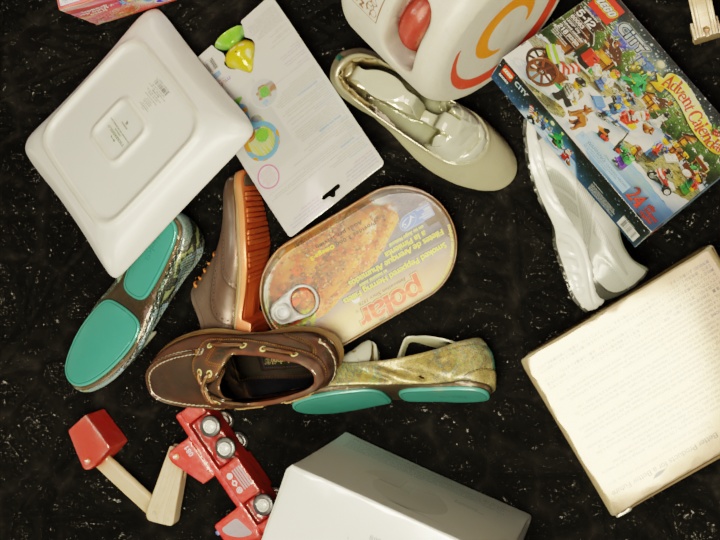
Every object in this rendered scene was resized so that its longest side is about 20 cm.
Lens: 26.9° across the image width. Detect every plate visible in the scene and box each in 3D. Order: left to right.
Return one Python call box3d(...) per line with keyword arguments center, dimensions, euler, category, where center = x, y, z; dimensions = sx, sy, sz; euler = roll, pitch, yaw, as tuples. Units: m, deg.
box3d(center=(-0.223, -0.129, 1.437), dimensions=(0.200, 0.032, 0.200), euler=(-45, 59, 9), category="plate")

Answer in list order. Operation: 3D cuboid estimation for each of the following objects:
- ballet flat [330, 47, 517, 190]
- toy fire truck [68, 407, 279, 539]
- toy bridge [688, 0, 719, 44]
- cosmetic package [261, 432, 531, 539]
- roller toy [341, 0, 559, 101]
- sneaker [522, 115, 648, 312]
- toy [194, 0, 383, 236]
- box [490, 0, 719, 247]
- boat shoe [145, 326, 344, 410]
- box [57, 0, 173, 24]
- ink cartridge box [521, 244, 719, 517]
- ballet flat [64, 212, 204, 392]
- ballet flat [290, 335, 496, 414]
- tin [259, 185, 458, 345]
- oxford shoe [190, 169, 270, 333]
box3d(center=(0.058, -0.139, 1.374), dimensions=(0.199, 0.069, 0.070), euler=(31, 97, 1), category="ballet flat")
box3d(center=(-0.175, 0.198, 1.458), dimensions=(0.141, 0.049, 0.201), euler=(-36, 84, 11), category="toy fire truck")
box3d(center=(0.287, -0.305, 1.334), dimensions=(0.027, 0.067, 0.202), euler=(-12, 89, 13), category="toy bridge")
box3d(center=(0.030, 0.249, 1.334), dimensions=(0.198, 0.200, 0.124), euler=(23, 98, 12), category="cosmetic package")
box3d(center=(0.079, -0.256, 1.317), dimensions=(0.183, 0.200, 0.140), euler=(-47, 73, 7), category="roller toy")
box3d(center=(0.198, -0.068, 1.354), dimensions=(0.079, 0.074, 0.202), euler=(-21, 84, 10), category="sneaker")
box3d(center=(-0.070, -0.146, 1.430), dimensions=(0.115, 0.047, 0.201), euler=(-37, 79, 14), category="toy")
box3d(center=(0.230, -0.139, 1.330), dimensions=(0.136, 0.038, 0.200), euler=(-37, 82, -23), category="box")
box3d(center=(-0.116, 0.092, 1.378), dimensions=(0.199, 0.070, 0.071), euler=(-11, 110, 23), category="boat shoe")
box3d(center=(-0.192, -0.315, 1.430), dimensions=(0.198, 0.095, 0.103), euler=(-15, 87, 13), category="box")
box3d(center=(0.270, 0.097, 1.340), dimensions=(0.199, 0.075, 0.166), euler=(-31, 85, 11), category="ink cartridge box")
box3d(center=(-0.211, 0.034, 1.454), dimensions=(0.074, 0.074, 0.201), euler=(37, 102, 10), category="ballet flat")
box3d(center=(0.029, 0.095, 1.407), dimensions=(0.198, 0.071, 0.071), euler=(-6, 90, 14), category="ballet flat")
box3d(center=(0.000, 0.000, 1.416), dimensions=(0.199, 0.042, 0.113), euler=(-29, 81, 8), category="tin")
box3d(center=(-0.129, 0.004, 1.435), dimensions=(0.072, 0.071, 0.202), euler=(2, 92, 17), category="oxford shoe")
